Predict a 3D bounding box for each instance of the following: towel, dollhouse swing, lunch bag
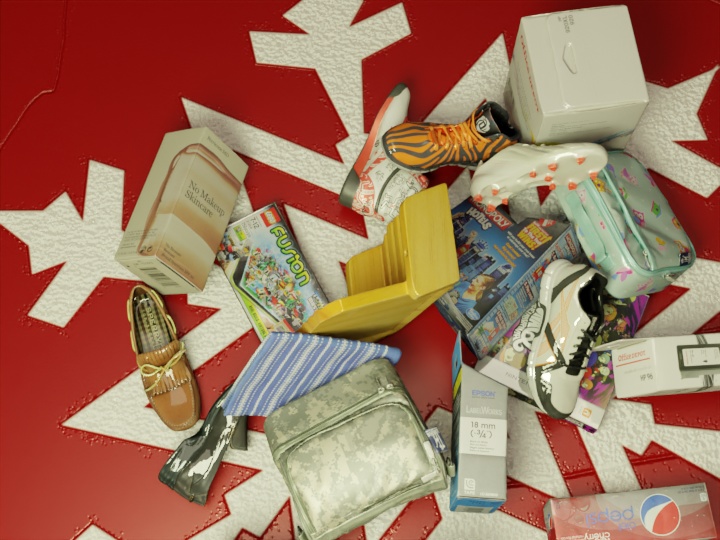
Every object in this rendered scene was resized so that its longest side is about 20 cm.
[{"bbox_3d":[-0.057,0.137,1.228,0.198,0.145,0.024,10,38,-36],"label":"towel"},{"bbox_3d":[0.000,0.000,1.256,0.174,0.200,0.184,2,68,-21],"label":"dollhouse swing"},{"bbox_3d":[0.349,-0.062,1.323,0.159,0.077,0.202,-5,62,-43],"label":"lunch bag"},{"bbox_3d":[0.000,0.228,1.203,0.198,0.140,0.168,-25,43,-2],"label":"lunch bag"}]

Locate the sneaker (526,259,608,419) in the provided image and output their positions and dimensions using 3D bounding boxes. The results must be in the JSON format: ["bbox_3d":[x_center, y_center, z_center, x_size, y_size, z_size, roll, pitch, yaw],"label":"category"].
[{"bbox_3d":[0.262,0.087,1.249,0.073,0.080,0.203,5,90,-36],"label":"sneaker"}]

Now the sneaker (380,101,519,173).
[{"bbox_3d":[0.130,-0.188,1.352,0.198,0.112,0.079,-6,73,-31],"label":"sneaker"}]

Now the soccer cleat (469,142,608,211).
[{"bbox_3d":[0.227,-0.139,1.296,0.198,0.069,0.078,-16,52,37],"label":"soccer cleat"}]

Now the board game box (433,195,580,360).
[{"bbox_3d":[0.179,-0.013,1.326,0.199,0.062,0.200,-34,45,-4],"label":"board game box"}]

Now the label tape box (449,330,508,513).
[{"bbox_3d":[0.146,0.192,1.244,0.062,0.144,0.203,3,71,2],"label":"label tape box"}]

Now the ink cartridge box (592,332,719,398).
[{"bbox_3d":[0.396,0.120,1.257,0.197,0.116,0.069,-2,78,-12],"label":"ink cartridge box"}]

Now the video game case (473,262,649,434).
[{"bbox_3d":[0.267,0.088,1.334,0.180,0.036,0.202,25,73,8],"label":"video game case"}]

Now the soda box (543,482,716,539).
[{"bbox_3d":[0.333,0.313,1.243,0.197,0.064,0.071,-6,70,0],"label":"soda box"}]

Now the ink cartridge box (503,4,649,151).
[{"bbox_3d":[0.287,-0.238,1.358,0.143,0.200,0.149,-8,71,-2],"label":"ink cartridge box"}]

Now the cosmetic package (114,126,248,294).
[{"bbox_3d":[-0.237,-0.079,1.341,0.086,0.103,0.202,-4,60,37],"label":"cosmetic package"}]

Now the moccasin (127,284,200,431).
[{"bbox_3d":[-0.261,0.113,1.313,0.073,0.078,0.204,-15,72,-4],"label":"moccasin"}]

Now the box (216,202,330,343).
[{"bbox_3d":[-0.119,0.017,1.366,0.109,0.035,0.201,-28,73,-9],"label":"box"}]

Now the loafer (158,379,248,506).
[{"bbox_3d":[-0.172,0.209,1.289,0.072,0.073,0.201,38,85,4],"label":"loafer"}]

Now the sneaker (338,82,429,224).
[{"bbox_3d":[0.056,-0.160,1.409,0.107,0.067,0.203,24,73,3],"label":"sneaker"}]
